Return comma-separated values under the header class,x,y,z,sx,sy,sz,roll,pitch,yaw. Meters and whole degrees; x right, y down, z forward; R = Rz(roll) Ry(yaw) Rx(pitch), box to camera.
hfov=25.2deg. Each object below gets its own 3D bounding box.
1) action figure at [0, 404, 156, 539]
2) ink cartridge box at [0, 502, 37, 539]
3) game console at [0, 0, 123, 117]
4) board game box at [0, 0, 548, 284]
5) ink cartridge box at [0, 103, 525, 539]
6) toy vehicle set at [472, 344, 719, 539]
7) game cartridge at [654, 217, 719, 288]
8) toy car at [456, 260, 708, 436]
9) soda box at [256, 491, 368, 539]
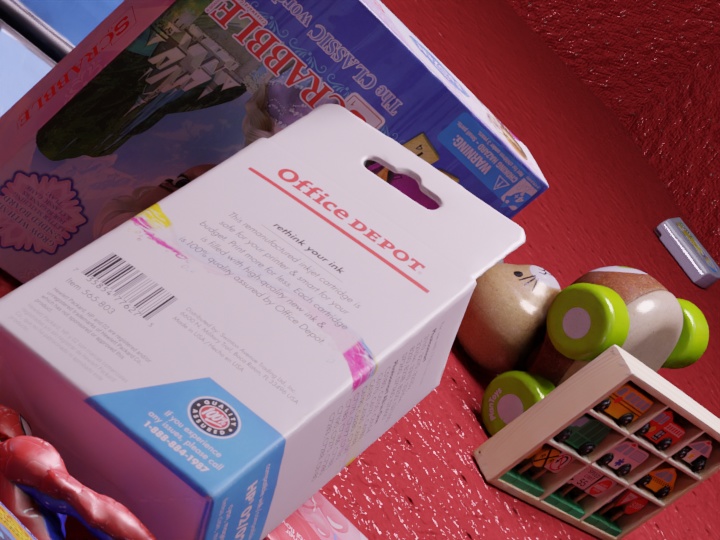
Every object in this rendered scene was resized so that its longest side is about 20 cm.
class,x,y,z,sx,sy,sz,roll,pitch,yaw
action figure,-0.083,0.127,0.517,0.099,0.065,0.200,26,30,-44
ink cartridge box,-0.132,0.070,0.393,0.136,0.076,0.200,48,-13,-12
game console,-0.112,-0.102,0.798,0.200,0.116,0.176,38,30,-29
board game box,-0.050,-0.040,0.732,0.200,0.199,0.041,39,17,-34
ink cartridge box,-0.038,0.022,0.633,0.115,0.068,0.200,36,46,20
toy vehicle set,0.180,0.128,1.140,0.200,0.124,0.027,31,24,-50
game cartridge,0.569,-0.030,2.778,0.133,0.040,0.200,57,16,7
toy car,0.133,0.028,1.227,0.200,0.158,0.164,47,22,30
soda box,0.005,0.169,0.667,0.200,0.063,0.070,46,16,-18
